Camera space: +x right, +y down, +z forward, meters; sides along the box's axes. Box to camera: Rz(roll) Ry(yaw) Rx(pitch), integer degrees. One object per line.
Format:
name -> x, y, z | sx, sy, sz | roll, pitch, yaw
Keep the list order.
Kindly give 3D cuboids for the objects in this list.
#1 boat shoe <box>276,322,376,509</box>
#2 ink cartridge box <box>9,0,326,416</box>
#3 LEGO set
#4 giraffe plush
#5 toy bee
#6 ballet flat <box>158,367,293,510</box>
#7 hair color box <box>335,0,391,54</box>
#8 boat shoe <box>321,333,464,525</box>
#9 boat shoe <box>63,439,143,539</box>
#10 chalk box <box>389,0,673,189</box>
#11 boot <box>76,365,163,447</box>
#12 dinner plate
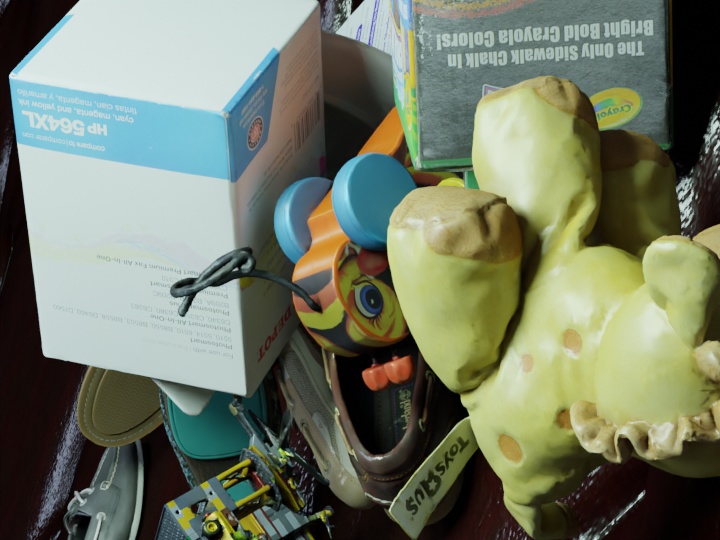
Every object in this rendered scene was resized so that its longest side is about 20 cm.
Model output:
boat shoe -> -0.019, 0.068, 1.636 | 0.200, 0.071, 0.065 | -118, 48, -65
ink cartridge box -> -0.096, -0.036, 1.523 | 0.129, 0.125, 0.201 | -56, -30, -51
LEGO set -> -0.039, 0.172, 1.555 | 0.154, 0.116, 0.200 | 49, 152, 26
giraffe plush -> 0.113, 0.026, 1.166 | 0.162, 0.172, 0.201 | -1, 61, 50
toy bee -> 0.000, 0.000, 1.446 | 0.200, 0.109, 0.131 | -36, 12, -18
ballet flat -> -0.072, 0.100, 1.673 | 0.074, 0.074, 0.201 | -117, 18, -66
hair color box -> 0.036, -0.117, 1.655 | 0.200, 0.065, 0.110 | 140, 142, -58
boat shoe -> 0.015, 0.036, 1.517 | 0.070, 0.070, 0.201 | -23, 50, 13
boat shoe -> -0.201, 0.208, 2.094 | 0.067, 0.057, 0.201 | 138, 145, -59
chalk box -> 0.078, -0.118, 1.352 | 0.124, 0.124, 0.201 | -103, 10, -71
boot -> -0.158, 0.021, 2.100 | 0.201, 0.076, 0.155 | -68, 19, 7
dinner plate -> -0.040, -0.068, 1.607 | 0.200, 0.200, 0.024 | 129, 157, -51
